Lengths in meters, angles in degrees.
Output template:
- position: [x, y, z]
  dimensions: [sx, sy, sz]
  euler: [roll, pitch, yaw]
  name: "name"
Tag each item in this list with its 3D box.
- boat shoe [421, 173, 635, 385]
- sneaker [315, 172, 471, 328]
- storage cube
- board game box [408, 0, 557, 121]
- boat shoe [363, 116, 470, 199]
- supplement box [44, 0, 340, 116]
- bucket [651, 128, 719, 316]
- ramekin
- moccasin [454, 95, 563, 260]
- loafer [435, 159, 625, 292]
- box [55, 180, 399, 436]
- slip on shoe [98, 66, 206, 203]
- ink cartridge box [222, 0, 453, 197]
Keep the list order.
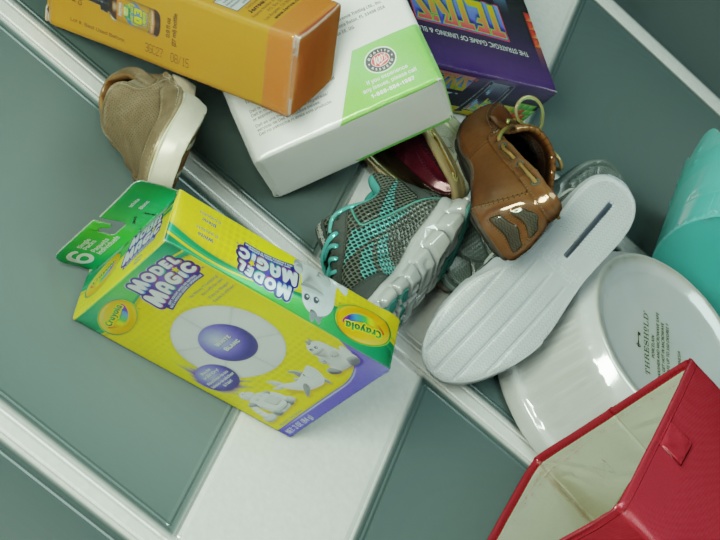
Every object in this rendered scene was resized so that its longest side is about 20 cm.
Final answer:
- position: [0.124, 0.010, 1.419]
  dimensions: [0.200, 0.071, 0.072]
  euler: [-41, 93, -6]
  name: "boat shoe"
- position: [0.000, 0.000, 1.369]
  dimensions: [0.091, 0.078, 0.200]
  euler: [28, 43, 13]
  name: "sneaker"
- position: [0.205, 0.203, 1.313]
  dimensions: [0.180, 0.171, 0.200]
  euler: [46, 39, -6]
  name: "storage cube"
- position: [0.055, -0.216, 1.588]
  dimensions: [0.200, 0.057, 0.166]
  euler: [7, 55, -40]
  name: "board game box"
- position: [0.013, -0.122, 1.460]
  dimensions: [0.200, 0.074, 0.066]
  euler: [40, 35, -13]
  name: "boat shoe"
- position: [-0.116, -0.176, 1.309]
  dimensions: [0.200, 0.067, 0.069]
  euler: [22, 40, 16]
  name: "supplement box"
- position: [0.344, -0.018, 1.601]
  dimensions: [0.207, 0.207, 0.135]
  euler: [42, 49, -11]
  name: "bucket"
- position: [0.207, 0.077, 1.474]
  dimensions: [0.202, 0.094, 0.203]
  euler: [25, 46, -29]
  name: "ramekin"
- position: [0.114, -0.079, 1.408]
  dimensions: [0.074, 0.078, 0.201]
  euler: [54, 13, -15]
  name: "moccasin"
- position: [0.124, -0.027, 1.506]
  dimensions: [0.200, 0.063, 0.072]
  euler: [-26, 94, -32]
  name: "loafer"
- position: [-0.088, 0.024, 1.215]
  dimensions: [0.200, 0.117, 0.048]
  euler: [32, 47, -21]
  name: "box"
- position: [-0.140, -0.095, 1.248]
  dimensions: [0.060, 0.076, 0.200]
  euler: [21, 15, -12]
  name: "slip on shoe"
- position: [-0.040, -0.178, 1.385]
  dimensions: [0.084, 0.145, 0.200]
  euler: [59, 7, -71]
  name: "ink cartridge box"
